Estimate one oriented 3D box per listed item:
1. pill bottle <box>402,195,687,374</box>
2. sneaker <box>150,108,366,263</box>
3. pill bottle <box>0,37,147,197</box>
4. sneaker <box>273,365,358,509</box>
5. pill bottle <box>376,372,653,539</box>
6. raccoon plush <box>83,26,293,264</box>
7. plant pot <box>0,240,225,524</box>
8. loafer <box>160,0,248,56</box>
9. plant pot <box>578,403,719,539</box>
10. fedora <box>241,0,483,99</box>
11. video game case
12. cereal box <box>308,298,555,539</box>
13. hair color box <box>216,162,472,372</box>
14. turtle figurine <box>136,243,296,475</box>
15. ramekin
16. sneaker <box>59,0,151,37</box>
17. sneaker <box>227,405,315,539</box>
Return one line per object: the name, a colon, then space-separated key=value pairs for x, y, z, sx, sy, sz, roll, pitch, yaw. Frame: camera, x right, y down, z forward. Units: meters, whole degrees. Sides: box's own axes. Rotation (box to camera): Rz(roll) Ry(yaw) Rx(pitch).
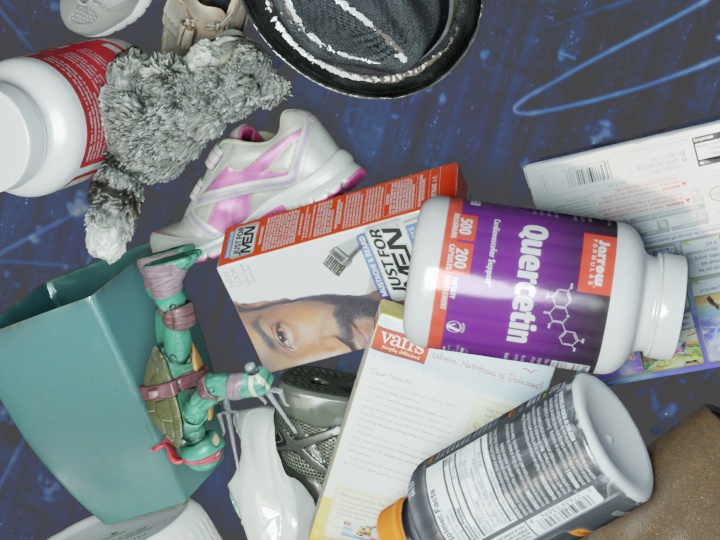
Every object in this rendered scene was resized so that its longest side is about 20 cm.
pill bottle: x=0.134 y=0.013 z=1.384 sx=0.198 sy=0.113 sz=0.113 roll=8 pitch=107 yaw=3
sneaker: x=-0.095 y=-0.071 z=1.559 sx=0.199 sy=0.081 sz=0.089 roll=-27 pitch=90 yaw=20
pill bottle: x=-0.251 y=-0.124 z=1.543 sx=0.111 sy=0.200 sz=0.113 roll=6 pitch=106 yaw=23
sneaker: x=0.023 y=0.153 z=1.548 sx=0.198 sy=0.076 sz=0.115 roll=10 pitch=114 yaw=2
pill bottle: x=0.108 y=0.166 z=1.397 sx=0.199 sy=0.106 sz=0.107 roll=-32 pitch=89 yaw=24
raccoon plush: x=-0.131 y=-0.098 z=1.498 sx=0.133 sy=0.097 sz=0.202 roll=3 pitch=83 yaw=31
plant pot: x=-0.207 y=0.103 z=1.622 sx=0.141 sy=0.141 sz=0.201 roll=-19 pitch=103 yaw=28
loafer: x=-0.117 y=-0.236 z=1.529 sx=0.072 sy=0.063 sz=0.201 roll=38 pitch=115 yaw=11
plant pot: x=0.245 y=0.209 z=1.429 sx=0.186 sy=0.187 sz=0.201 roll=35 pitch=100 yaw=13
fedora: x=-0.006 y=-0.209 z=1.440 sx=0.199 sy=0.092 sz=0.202 roll=4 pitch=115 yaw=8
video game case: x=0.241 y=-0.016 z=1.431 sx=0.199 sy=0.045 sz=0.183 roll=-12 pitch=97 yaw=27
cereal box: x=0.054 y=0.136 z=1.475 sx=0.143 sy=0.040 sz=0.201 roll=17 pitch=107 yaw=-3
hair color box: x=0.000 y=0.000 z=1.495 sx=0.198 sy=0.064 sz=0.111 roll=-15 pitch=121 yaw=16
turtle figurine: x=-0.127 y=0.083 z=1.504 sx=0.149 sy=0.100 sz=0.202 roll=2 pitch=110 yaw=62
ramekin: x=-0.202 y=0.266 z=1.617 sx=0.201 sy=0.202 sz=0.095 roll=-15 pitch=100 yaw=27
sneaker: x=-0.201 y=-0.259 z=1.533 sx=0.200 sy=0.082 sz=0.075 roll=-40 pitch=68 yaw=44
sneaker: x=-0.078 y=0.214 z=1.633 sx=0.088 sy=0.075 sz=0.202 roll=6 pitch=99 yaw=35
